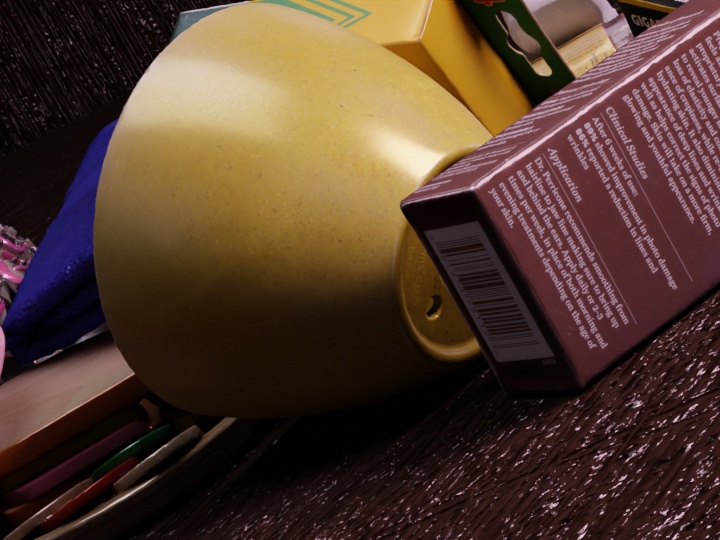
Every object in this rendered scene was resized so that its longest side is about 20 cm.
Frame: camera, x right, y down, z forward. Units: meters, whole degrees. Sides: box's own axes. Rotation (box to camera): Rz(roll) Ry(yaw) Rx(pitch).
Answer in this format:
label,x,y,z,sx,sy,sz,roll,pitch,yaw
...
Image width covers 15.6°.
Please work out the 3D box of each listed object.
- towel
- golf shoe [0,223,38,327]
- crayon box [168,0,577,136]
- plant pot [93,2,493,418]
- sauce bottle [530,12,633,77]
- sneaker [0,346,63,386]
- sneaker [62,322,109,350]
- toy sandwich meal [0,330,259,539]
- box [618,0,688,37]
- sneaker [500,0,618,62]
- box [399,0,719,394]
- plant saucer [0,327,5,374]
label,x,y,z,sx,sy,sz,roll,pitch,yaw
towel,-0.121,-0.041,1.471,0.148,0.050,0.200,-37,20,34
golf shoe,-0.241,0.019,1.475,0.092,0.073,0.200,-51,-22,9
crayon box,0.010,-0.092,1.372,0.199,0.127,0.051,-6,52,34
plant pot,-0.004,-0.017,1.223,0.142,0.201,0.200,13,38,41
sauce bottle,0.087,-0.079,1.543,0.199,0.065,0.065,-29,10,8
sneaker,-0.225,0.096,1.544,0.079,0.079,0.200,-28,4,-37
sneaker,-0.153,0.027,1.577,0.200,0.073,0.088,-13,56,64
toy sandwich meal,-0.139,0.085,1.360,0.204,0.070,0.205,-29,10,6
box,0.249,-0.151,1.350,0.159,0.049,0.200,-35,25,-15
sneaker,0.118,-0.161,1.599,0.075,0.089,0.200,-28,-22,4
box,0.125,-0.041,1.138,0.200,0.100,0.075,-34,11,-24
plant saucer,-0.256,0.108,1.383,0.201,0.051,0.201,-53,19,27
